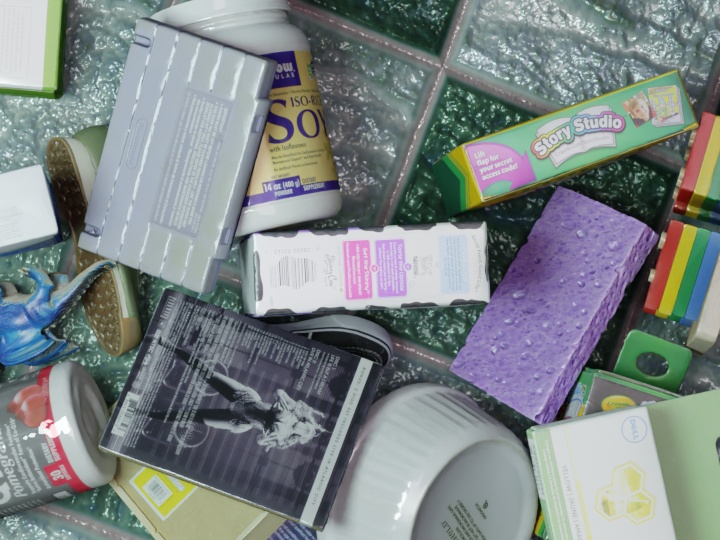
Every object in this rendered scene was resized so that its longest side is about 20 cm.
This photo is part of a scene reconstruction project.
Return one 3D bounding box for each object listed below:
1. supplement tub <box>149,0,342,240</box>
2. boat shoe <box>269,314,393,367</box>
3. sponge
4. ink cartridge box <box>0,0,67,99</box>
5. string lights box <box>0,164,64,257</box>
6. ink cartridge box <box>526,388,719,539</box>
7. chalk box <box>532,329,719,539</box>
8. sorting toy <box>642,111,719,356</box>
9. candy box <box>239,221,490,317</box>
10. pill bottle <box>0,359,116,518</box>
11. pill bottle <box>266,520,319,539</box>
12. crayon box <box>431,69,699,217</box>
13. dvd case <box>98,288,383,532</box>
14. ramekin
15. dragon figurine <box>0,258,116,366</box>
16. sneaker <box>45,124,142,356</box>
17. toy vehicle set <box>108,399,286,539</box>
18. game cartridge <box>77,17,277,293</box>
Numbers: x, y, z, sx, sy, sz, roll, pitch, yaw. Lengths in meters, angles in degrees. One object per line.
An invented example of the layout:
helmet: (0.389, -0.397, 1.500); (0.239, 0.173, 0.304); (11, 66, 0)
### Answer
supplement tub: (-0.103, -0.131, 1.648); (0.144, 0.145, 0.202); (-12, 90, -7)
boat shoe: (-0.057, 0.083, 1.658); (0.198, 0.068, 0.074); (6, 128, -28)
sponge: (0.172, 0.030, 1.701); (0.030, 0.111, 0.201); (35, 84, -48)
ink cartridge box: (-0.356, -0.232, 1.655); (0.198, 0.076, 0.149); (4, 88, -6)
string lights box: (-0.305, -0.041, 1.592); (0.102, 0.200, 0.059); (-14, 91, -8)
ink cartridge box: (0.251, 0.184, 1.610); (0.198, 0.048, 0.147); (-12, 88, -4)
chalk box: (0.235, 0.157, 1.694); (0.124, 0.124, 0.201); (19, 85, -5)
sorting toy: (0.301, -0.035, 1.674); (0.069, 0.200, 0.200); (17, 86, 8)
candy box: (0.000, 0.000, 1.645); (0.198, 0.168, 0.072); (-3, 89, -7)
pill bottle: (-0.317, 0.157, 1.622); (0.199, 0.111, 0.112); (-19, 91, 8)
pill bottle: (-0.083, 0.223, 1.657); (0.200, 0.111, 0.111); (-43, 94, -6)
crayon box: (0.174, -0.108, 1.668); (0.199, 0.173, 0.059); (-20, 91, -7)
dvd case: (-0.098, 0.114, 1.582); (0.199, 0.016, 0.150); (19, 71, 7)
ramekin: (0.067, 0.204, 1.635); (0.201, 0.094, 0.204); (-15, 113, -39)
dragon figurine: (-0.282, 0.051, 1.642); (0.199, 0.059, 0.100); (-13, 81, 17)
sneaker: (-0.205, -0.033, 1.671); (0.090, 0.067, 0.202); (-24, 109, -35)
toy vehicle set: (-0.145, 0.168, 1.632); (0.124, 0.027, 0.200); (-43, 53, -5)
game cartridge: (-0.149, -0.094, 1.573); (0.129, 0.038, 0.201); (19, 100, 13)
